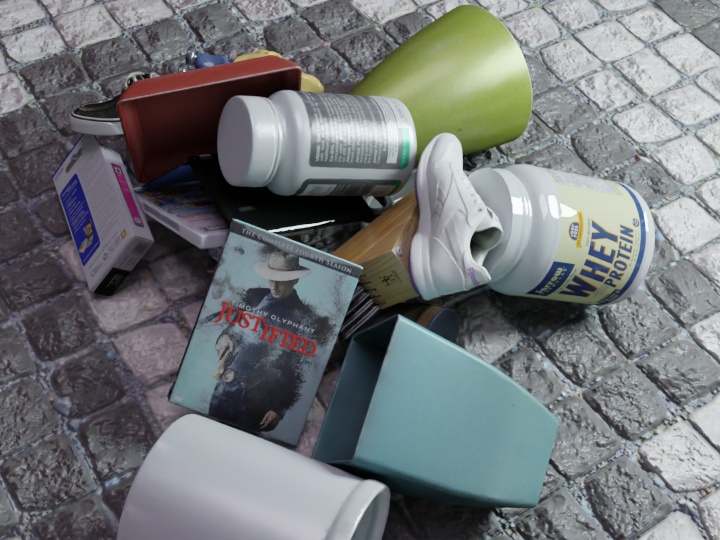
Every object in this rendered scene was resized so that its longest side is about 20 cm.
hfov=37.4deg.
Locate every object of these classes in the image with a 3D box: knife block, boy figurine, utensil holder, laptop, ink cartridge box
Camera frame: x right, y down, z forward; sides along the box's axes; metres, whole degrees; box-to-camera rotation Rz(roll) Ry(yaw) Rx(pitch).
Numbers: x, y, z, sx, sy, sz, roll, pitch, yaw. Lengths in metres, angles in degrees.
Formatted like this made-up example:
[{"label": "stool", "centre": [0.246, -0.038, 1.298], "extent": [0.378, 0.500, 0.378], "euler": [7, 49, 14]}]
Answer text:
[{"label": "knife block", "centre": [0.000, 0.000, 1.202], "extent": [0.175, 0.064, 0.200], "euler": [-20, 26, 34]}, {"label": "boy figurine", "centre": [-0.145, -0.260, 1.453], "extent": [0.198, 0.065, 0.125], "euler": [9, 49, 3]}, {"label": "utensil holder", "centre": [-0.095, 0.237, 0.964], "extent": [0.199, 0.171, 0.170], "euler": [20, 51, 15]}, {"label": "laptop", "centre": [-0.122, -0.082, 1.243], "extent": [0.186, 0.116, 0.200], "euler": [-11, 53, -36]}, {"label": "ink cartridge box", "centre": [-0.310, -0.074, 1.266], "extent": [0.037, 0.095, 0.201], "euler": [16, 36, -47]}]

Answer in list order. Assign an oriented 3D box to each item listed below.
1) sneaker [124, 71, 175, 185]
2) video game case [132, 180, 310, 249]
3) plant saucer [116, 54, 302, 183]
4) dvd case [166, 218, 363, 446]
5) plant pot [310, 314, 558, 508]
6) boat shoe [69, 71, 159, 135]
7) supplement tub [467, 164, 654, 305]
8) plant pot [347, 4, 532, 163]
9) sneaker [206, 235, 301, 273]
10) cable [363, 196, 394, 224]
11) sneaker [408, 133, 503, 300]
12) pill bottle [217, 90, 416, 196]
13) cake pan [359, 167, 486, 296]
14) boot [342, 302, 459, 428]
[{"label": "sneaker", "centre": [-0.274, -0.184, 1.345], "extent": [0.074, 0.087, 0.200], "euler": [-16, 42, -12]}, {"label": "video game case", "centre": [-0.169, -0.070, 1.243], "extent": [0.142, 0.018, 0.200], "euler": [-11, 24, -34]}, {"label": "plant saucer", "centre": [-0.168, -0.174, 1.202], "extent": [0.198, 0.200, 0.037], "euler": [-12, 71, -9]}, {"label": "dvd case", "centre": [-0.098, 0.065, 1.097], "extent": [0.145, 0.022, 0.201], "euler": [21, 94, -8]}, {"label": "plant pot", "centre": [0.080, 0.154, 1.034], "extent": [0.199, 0.141, 0.142], "euler": [23, 72, -13]}, {"label": "boat shoe", "centre": [-0.252, -0.206, 1.269], "extent": [0.198, 0.064, 0.071], "euler": [-8, 25, 1]}, {"label": "supplement tub", "centre": [0.213, -0.040, 1.197], "extent": [0.199, 0.145, 0.146], "euler": [7, 45, -29]}, {"label": "plant pot", "centre": [0.082, -0.212, 1.343], "extent": [0.199, 0.188, 0.187], "euler": [-28, 56, -25]}, {"label": "sneaker", "centre": [-0.137, -0.006, 1.202], "extent": [0.108, 0.071, 0.200], "euler": [5, 24, 7]}, {"label": "cable", "centre": [-0.006, -0.105, 1.323], "extent": [0.097, 0.051, 0.200], "euler": [-15, 40, -30]}, {"label": "sneaker", "centre": [0.107, -0.060, 1.133], "extent": [0.099, 0.075, 0.201], "euler": [-8, 58, 23]}, {"label": "pill bottle", "centre": [-0.048, -0.139, 1.166], "extent": [0.199, 0.113, 0.113], "euler": [-1, 46, -31]}, {"label": "cake pan", "centre": [0.097, -0.046, 1.301], "extent": [0.199, 0.037, 0.201], "euler": [2, 49, -2]}, {"label": "boot", "centre": [0.017, 0.111, 1.161], "extent": [0.097, 0.075, 0.200], "euler": [18, 56, 44]}]
